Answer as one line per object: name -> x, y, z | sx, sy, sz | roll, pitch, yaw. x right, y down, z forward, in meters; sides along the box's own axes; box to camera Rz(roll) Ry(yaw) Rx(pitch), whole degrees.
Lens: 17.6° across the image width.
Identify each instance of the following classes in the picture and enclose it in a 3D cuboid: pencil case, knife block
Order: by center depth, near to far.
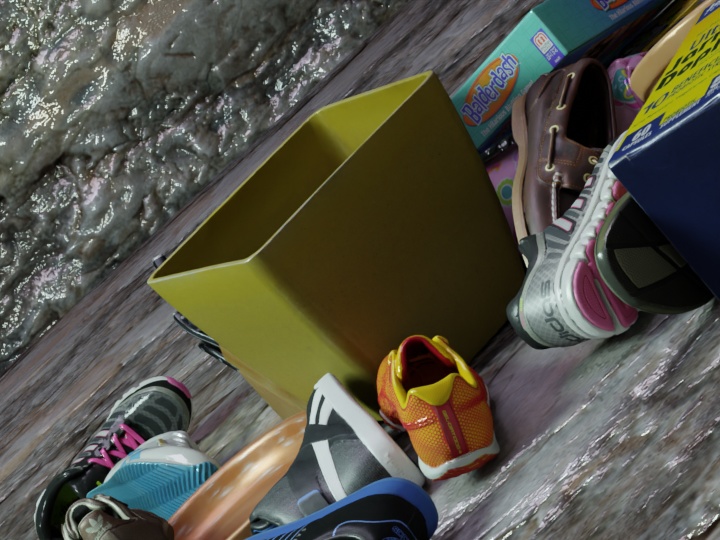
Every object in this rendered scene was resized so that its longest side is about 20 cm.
pencil case -> 0.153, -0.079, 1.711 | 0.199, 0.088, 0.088 | -34, 13, 34
knife block -> -0.076, 0.037, 1.828 | 0.064, 0.176, 0.200 | -46, 11, -21

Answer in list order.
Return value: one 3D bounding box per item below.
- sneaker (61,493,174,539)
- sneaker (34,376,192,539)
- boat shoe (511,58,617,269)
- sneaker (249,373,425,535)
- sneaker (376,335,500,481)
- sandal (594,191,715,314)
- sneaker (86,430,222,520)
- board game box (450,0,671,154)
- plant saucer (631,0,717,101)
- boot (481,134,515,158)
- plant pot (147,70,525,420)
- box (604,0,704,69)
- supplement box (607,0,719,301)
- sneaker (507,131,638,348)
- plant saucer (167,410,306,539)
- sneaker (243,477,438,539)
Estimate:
sneaker -> -0.178, 0.187, 1.673 | 0.070, 0.076, 0.200 | -44, 11, -12
sneaker -> -0.224, 0.182, 2.086 | 0.200, 0.074, 0.088 | -45, 9, 11
boat shoe -> 0.145, -0.065, 1.582 | 0.070, 0.070, 0.201 | -30, 43, 29
sneaker -> -0.032, 0.136, 1.542 | 0.112, 0.073, 0.200 | -41, 12, -4
sneaker -> 0.047, 0.070, 1.480 | 0.072, 0.078, 0.200 | -20, 12, -7
sandal -> 0.185, -0.023, 1.393 | 0.057, 0.080, 0.201 | -30, 6, 32
sneaker -> -0.156, 0.165, 1.887 | 0.081, 0.077, 0.200 | -45, 12, -27
board game box -> 0.155, -0.169, 1.753 | 0.200, 0.045, 0.152 | -34, -8, -45
plant saucer -> 0.273, -0.166, 1.553 | 0.199, 0.038, 0.200 | -31, -10, -6
boot -> 0.153, -0.124, 1.896 | 0.212, 0.079, 0.158 | -51, 1, 13
plant pot -> 0.000, 0.000, 1.675 | 0.200, 0.177, 0.200 | -46, 16, -22
box -> 0.283, -0.198, 1.767 | 0.200, 0.064, 0.070 | -44, 10, -4
supplement box -> 0.244, -0.094, 1.361 | 0.109, 0.110, 0.200 | -33, 13, 39
sneaker -> 0.147, -0.020, 1.471 | 0.087, 0.074, 0.200 | -25, 23, 40
plant saucer -> -0.090, 0.182, 1.679 | 0.200, 0.037, 0.200 | -41, 11, 9
sneaker -> -0.043, 0.191, 1.371 | 0.200, 0.070, 0.078 | -36, 7, 29
